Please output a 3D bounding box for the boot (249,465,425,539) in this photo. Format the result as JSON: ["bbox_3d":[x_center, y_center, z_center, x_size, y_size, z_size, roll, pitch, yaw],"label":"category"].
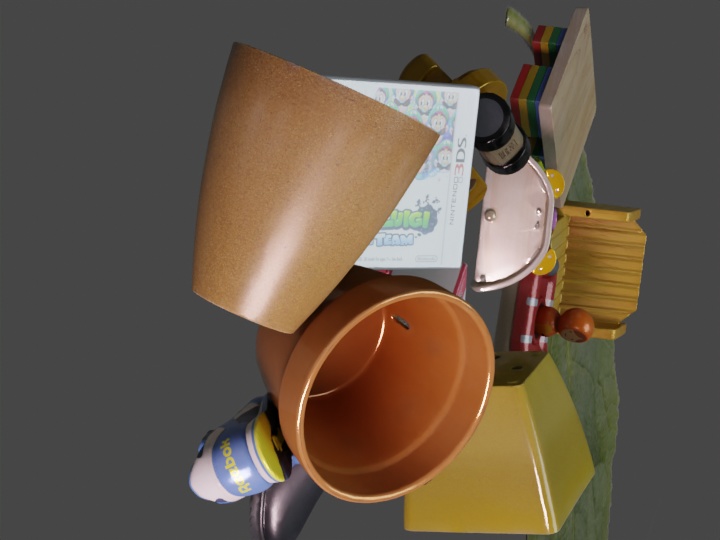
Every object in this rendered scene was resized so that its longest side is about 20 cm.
[{"bbox_3d":[-0.011,0.184,1.556,0.076,0.167,0.202,11,89,-70],"label":"boot"}]

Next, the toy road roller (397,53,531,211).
[{"bbox_3d":[0.078,-0.138,1.776,0.200,0.146,0.123,-43,158,4],"label":"toy road roller"}]

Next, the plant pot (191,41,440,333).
[{"bbox_3d":[-0.056,-0.057,1.346,0.201,0.185,0.186,-67,160,2],"label":"plant pot"}]

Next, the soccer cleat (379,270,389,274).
[{"bbox_3d":[0.000,0.000,1.642,0.068,0.073,0.202,-35,131,-65],"label":"soccer cleat"}]

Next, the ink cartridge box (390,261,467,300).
[{"bbox_3d":[0.058,0.091,1.779,0.200,0.082,0.147,86,21,-59],"label":"ink cartridge box"}]

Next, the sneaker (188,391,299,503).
[{"bbox_3d":[-0.102,0.159,1.445,0.074,0.082,0.200,62,5,3],"label":"sneaker"}]

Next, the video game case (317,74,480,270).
[{"bbox_3d":[0.021,-0.091,1.572,0.199,0.024,0.184,0,101,-32],"label":"video game case"}]

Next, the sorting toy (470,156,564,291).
[{"bbox_3d":[0.207,-0.081,2.185,0.180,0.106,0.202,-79,174,-80],"label":"sorting toy"}]

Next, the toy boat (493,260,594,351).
[{"bbox_3d":[0.267,0.075,2.328,0.130,0.130,0.202,2,96,-70],"label":"toy boat"}]

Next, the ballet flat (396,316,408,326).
[{"bbox_3d":[0.002,0.087,1.626,0.201,0.067,0.068,-59,-156,3],"label":"ballet flat"}]

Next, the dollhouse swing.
[{"bbox_3d":[0.349,0.008,2.493,0.176,0.180,0.202,-85,-179,-80],"label":"dollhouse swing"}]

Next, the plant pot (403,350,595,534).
[{"bbox_3d":[0.165,0.204,2.040,0.200,0.199,0.178,-38,122,-62],"label":"plant pot"}]

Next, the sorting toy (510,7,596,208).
[{"bbox_3d":[0.266,-0.229,2.284,0.199,0.069,0.201,76,30,-48],"label":"sorting toy"}]

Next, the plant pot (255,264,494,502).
[{"bbox_3d":[-0.001,0.083,1.437,0.199,0.140,0.201,-15,120,-27],"label":"plant pot"}]
